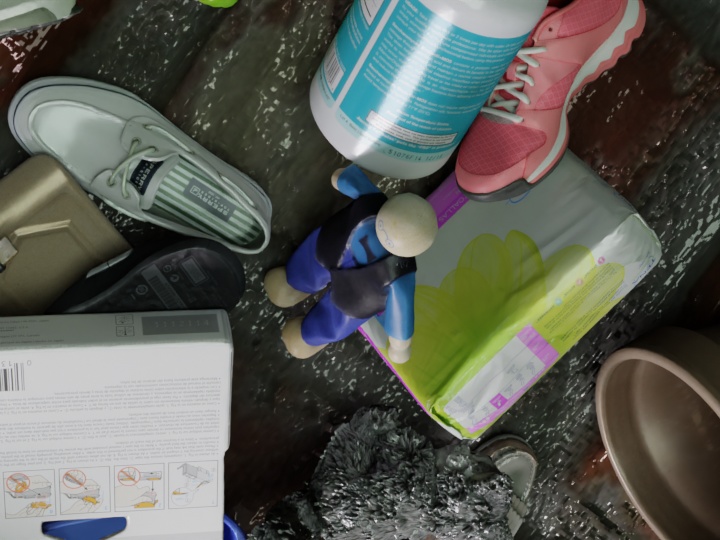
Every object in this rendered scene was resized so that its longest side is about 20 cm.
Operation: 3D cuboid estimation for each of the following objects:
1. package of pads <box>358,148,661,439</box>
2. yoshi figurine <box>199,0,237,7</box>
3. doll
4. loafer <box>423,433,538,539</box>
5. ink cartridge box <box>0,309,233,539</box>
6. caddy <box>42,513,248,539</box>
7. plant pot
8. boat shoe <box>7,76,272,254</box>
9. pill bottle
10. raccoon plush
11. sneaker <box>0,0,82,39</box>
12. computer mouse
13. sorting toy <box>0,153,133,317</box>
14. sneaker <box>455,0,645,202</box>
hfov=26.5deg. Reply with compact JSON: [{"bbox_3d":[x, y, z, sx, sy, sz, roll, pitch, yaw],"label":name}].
[{"bbox_3d":[0.095,0.003,1.074,0.200,0.155,0.068,-45,137,4],"label":"package of pads"},{"bbox_3d":[-0.079,-0.231,1.003,0.198,0.113,0.112,-9,152,-25],"label":"yoshi figurine"},{"bbox_3d":[0.000,0.000,1.027,0.048,0.200,0.138,-14,76,-30],"label":"doll"},{"bbox_3d":[0.078,0.223,1.198,0.072,0.063,0.201,34,98,-21],"label":"loafer"},{"bbox_3d":[-0.188,0.114,1.033,0.198,0.045,0.178,-1,121,-11],"label":"ink cartridge box"},{"bbox_3d":[-0.175,0.228,1.113,0.198,0.105,0.143,-12,110,-10],"label":"caddy"},{"bbox_3d":[0.307,0.113,1.165,0.173,0.200,0.202,-26,114,-22],"label":"plant pot"},{"bbox_3d":[-0.143,-0.072,1.040,0.198,0.067,0.074,22,102,-20],"label":"boat shoe"},{"bbox_3d":[0.051,-0.162,0.992,0.110,0.112,0.201,16,135,-18],"label":"pill bottle"},{"bbox_3d":[0.023,0.193,1.111,0.200,0.133,0.097,-48,145,-24],"label":"raccoon plush"},{"bbox_3d":[-0.283,-0.185,0.974,0.198,0.077,0.090,-13,98,-15],"label":"sneaker"},{"bbox_3d":[-0.185,0.012,1.024,0.199,0.046,0.141,-33,124,11],"label":"computer mouse"},{"bbox_3d":[-0.230,0.042,1.067,0.184,0.037,0.201,-37,119,0],"label":"sorting toy"},{"bbox_3d":[0.116,-0.141,1.052,0.201,0.073,0.087,-56,138,-14],"label":"sneaker"}]
